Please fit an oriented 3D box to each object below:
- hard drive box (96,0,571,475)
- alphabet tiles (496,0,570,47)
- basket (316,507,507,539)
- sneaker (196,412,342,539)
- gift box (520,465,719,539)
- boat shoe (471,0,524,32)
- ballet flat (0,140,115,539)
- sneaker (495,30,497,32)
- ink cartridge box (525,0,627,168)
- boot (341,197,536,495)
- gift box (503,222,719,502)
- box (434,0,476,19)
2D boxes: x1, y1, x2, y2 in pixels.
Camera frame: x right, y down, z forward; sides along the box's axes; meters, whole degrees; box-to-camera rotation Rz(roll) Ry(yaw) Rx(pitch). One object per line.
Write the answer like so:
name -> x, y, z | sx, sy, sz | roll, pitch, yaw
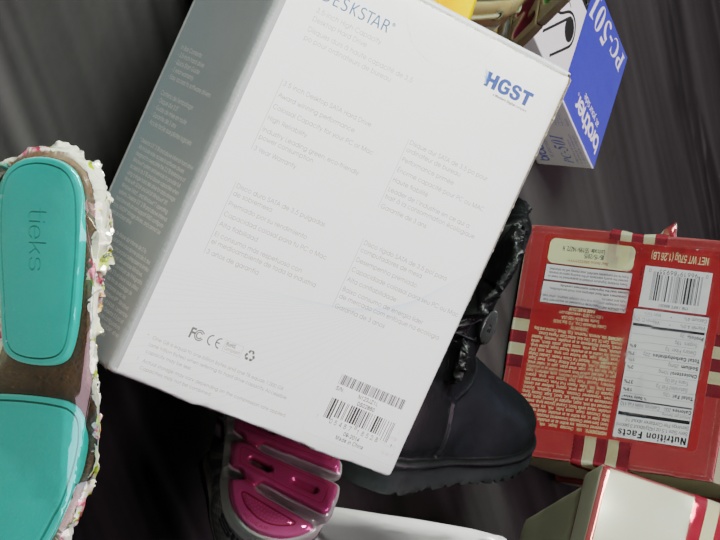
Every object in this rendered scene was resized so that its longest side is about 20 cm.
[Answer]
hard drive box -> -0.021, -0.032, 1.033 | 0.155, 0.077, 0.201 | 24, 93, -32
alphabet tiles -> 0.095, -0.190, 1.317 | 0.200, 0.006, 0.167 | -43, -148, 56
basket -> 0.019, 0.235, 1.253 | 0.123, 0.135, 0.201 | 26, 71, -66
sneaker -> -0.043, 0.070, 1.162 | 0.088, 0.073, 0.201 | 115, -15, -47
gift box -> 0.181, 0.242, 1.379 | 0.187, 0.184, 0.201 | 127, -25, -68
boat shoe -> 0.023, -0.153, 1.181 | 0.201, 0.063, 0.073 | 24, 39, -62
ballet flat -> -0.134, 0.048, 0.962 | 0.064, 0.075, 0.201 | 58, 44, -81
sneaker -> 0.037, -0.165, 1.311 | 0.201, 0.088, 0.075 | -70, -161, 4
ink cartridge box -> 0.119, -0.159, 1.505 | 0.200, 0.044, 0.094 | 58, 45, -53
boot -> 0.066, 0.035, 1.341 | 0.200, 0.076, 0.169 | -5, 117, -59
gift box -> 0.215, 0.058, 1.593 | 0.187, 0.184, 0.201 | 28, 75, -62
box -> -0.029, -0.052, 1.095 | 0.119, 0.041, 0.201 | 11, 104, -31
